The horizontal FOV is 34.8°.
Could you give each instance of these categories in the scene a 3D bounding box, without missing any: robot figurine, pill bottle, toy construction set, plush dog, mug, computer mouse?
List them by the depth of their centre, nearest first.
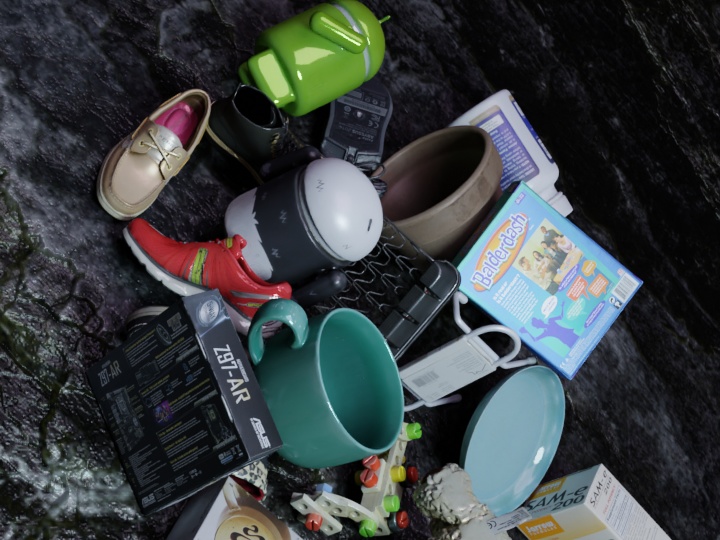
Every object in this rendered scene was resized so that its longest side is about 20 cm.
[{"bbox_3d":[-0.048,0.113,1.194,0.152,0.114,0.186,-21,89,-59],"label":"mug"},{"bbox_3d":[0.103,0.339,1.249,0.160,0.172,0.200,22,49,9],"label":"plush dog"},{"bbox_3d":[0.006,0.219,1.282,0.200,0.092,0.131,-58,133,-36],"label":"toy construction set"},{"bbox_3d":[-0.070,-0.046,1.283,0.151,0.199,0.125,60,27,-14],"label":"robot figurine"},{"bbox_3d":[-0.054,-0.273,1.462,0.199,0.175,0.116,-30,97,-20],"label":"robot figurine"},{"bbox_3d":[-0.017,-0.177,1.511,0.138,0.053,0.201,20,53,-5],"label":"computer mouse"},{"bbox_3d":[0.215,-0.147,1.654,0.120,0.120,0.201,-33,90,-46],"label":"pill bottle"}]

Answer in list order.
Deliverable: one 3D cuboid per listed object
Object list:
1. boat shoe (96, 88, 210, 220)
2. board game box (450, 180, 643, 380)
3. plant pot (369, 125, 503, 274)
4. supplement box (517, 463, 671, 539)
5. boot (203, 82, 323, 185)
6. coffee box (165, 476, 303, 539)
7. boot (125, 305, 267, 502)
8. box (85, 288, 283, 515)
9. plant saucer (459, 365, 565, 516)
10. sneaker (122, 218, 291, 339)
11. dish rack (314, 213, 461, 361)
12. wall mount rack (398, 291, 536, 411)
[{"bbox_3d":[-0.229,-0.140,1.292,0.074,0.069,0.201,40,46,-18],"label":"boat shoe"},{"bbox_3d":[0.220,0.012,1.395,0.200,0.045,0.152,39,86,-10],"label":"board game box"},{"bbox_3d":[0.121,-0.061,1.490,0.175,0.199,0.201,54,41,-28],"label":"plant pot"},{"bbox_3d":[0.312,0.351,1.455,0.200,0.126,0.074,46,46,-10],"label":"supplement box"},{"bbox_3d":[-0.088,-0.140,1.348,0.199,0.138,0.078,29,75,-15],"label":"boot"},{"bbox_3d":[-0.101,0.317,1.140,0.200,0.080,0.113,44,44,-14],"label":"coffee box"},{"bbox_3d":[-0.163,0.138,1.186,0.203,0.073,0.154,33,44,-29],"label":"boot"},{"bbox_3d":[-0.174,0.130,1.096,0.043,0.200,0.161,-15,76,-45],"label":"box"},{"bbox_3d":[0.184,0.209,1.423,0.200,0.027,0.201,-20,120,-41],"label":"plant saucer"},{"bbox_3d":[-0.160,-0.007,1.233,0.199,0.085,0.077,32,7,5],"label":"sneaker"},{"bbox_3d":[0.000,0.000,1.344,0.200,0.154,0.055,43,4,25],"label":"dish rack"},{"bbox_3d":[0.118,0.112,1.386,0.174,0.199,0.075,43,31,-32],"label":"wall mount rack"}]
